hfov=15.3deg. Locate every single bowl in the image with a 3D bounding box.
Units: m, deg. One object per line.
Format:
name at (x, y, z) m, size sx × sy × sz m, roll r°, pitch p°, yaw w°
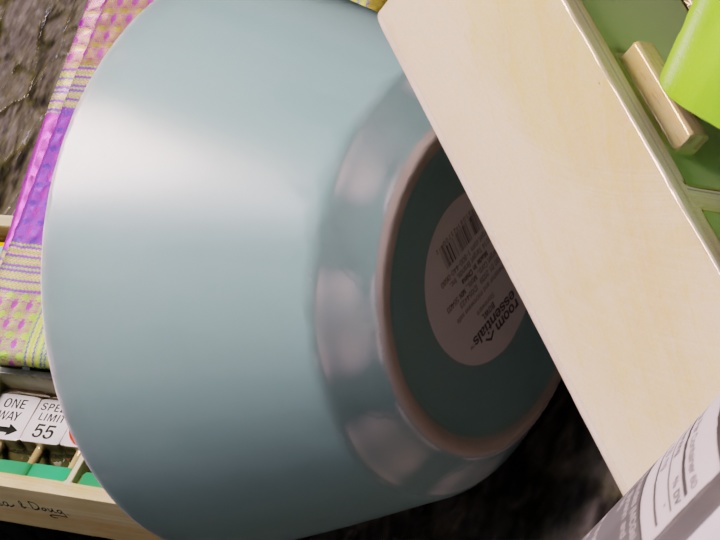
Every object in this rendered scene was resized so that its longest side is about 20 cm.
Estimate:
bowl at (0.000, 0.000, 0.887) m, size 0.105 × 0.201 × 0.201 m, roll 5°, pitch 67°, yaw 39°

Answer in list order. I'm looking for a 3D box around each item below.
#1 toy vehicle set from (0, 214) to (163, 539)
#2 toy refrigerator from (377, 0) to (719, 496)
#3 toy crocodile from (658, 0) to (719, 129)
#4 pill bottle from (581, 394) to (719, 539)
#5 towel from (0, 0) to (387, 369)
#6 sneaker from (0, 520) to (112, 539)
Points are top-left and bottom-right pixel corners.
toy vehicle set at (-0.102, 0.038, 1.009) m, size 0.200 × 0.027 × 0.124 m, roll 5°, pitch 53°, yaw 34°
toy refrigerator at (0.087, -0.019, 0.773) m, size 0.070 × 0.076 × 0.200 m, roll -47°, pitch 52°, yaw 33°
toy crocodile at (0.165, -0.033, 0.696) m, size 0.200 × 0.062 × 0.068 m, roll 18°, pitch 102°, yaw 32°
pill bottle at (0.115, 0.084, 0.645) m, size 0.200 × 0.116 × 0.116 m, roll -51°, pitch 28°, yaw 33°
towel at (-0.061, -0.050, 1.004) m, size 0.144 × 0.023 × 0.200 m, roll 3°, pitch 65°, yaw 34°
sneaker at (-0.117, 0.088, 1.051) m, size 0.121 × 0.084 × 0.200 m, roll -42°, pitch 8°, yaw 30°
